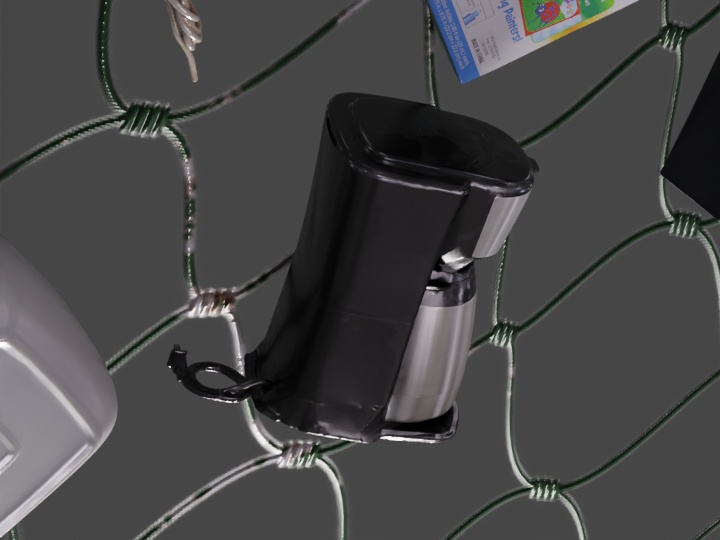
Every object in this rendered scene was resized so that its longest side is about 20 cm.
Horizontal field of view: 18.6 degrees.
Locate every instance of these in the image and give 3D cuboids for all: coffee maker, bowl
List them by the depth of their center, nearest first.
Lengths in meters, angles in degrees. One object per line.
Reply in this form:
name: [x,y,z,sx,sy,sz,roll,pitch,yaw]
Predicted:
bowl: [-0.247,0.092,1.332,0.200,0.075,0.200,-40,136,-7]
coffee maker: [0.000,0.000,1.412,0.191,0.135,0.201,-6,124,-34]

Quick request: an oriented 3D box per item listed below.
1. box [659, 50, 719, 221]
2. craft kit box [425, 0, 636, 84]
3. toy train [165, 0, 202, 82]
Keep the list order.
box: [0.339,-0.105,1.644,0.199,0.079,0.142,4,121,-40]
craft kit box: [0.121,-0.223,1.342,0.197,0.049,0.200,-23,147,3]
toy train: [-0.088,-0.215,1.227,0.116,0.084,0.201,-44,139,-22]
